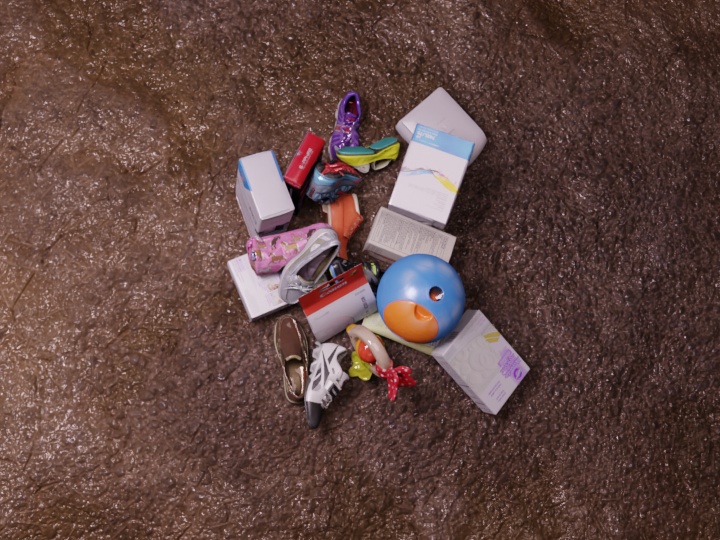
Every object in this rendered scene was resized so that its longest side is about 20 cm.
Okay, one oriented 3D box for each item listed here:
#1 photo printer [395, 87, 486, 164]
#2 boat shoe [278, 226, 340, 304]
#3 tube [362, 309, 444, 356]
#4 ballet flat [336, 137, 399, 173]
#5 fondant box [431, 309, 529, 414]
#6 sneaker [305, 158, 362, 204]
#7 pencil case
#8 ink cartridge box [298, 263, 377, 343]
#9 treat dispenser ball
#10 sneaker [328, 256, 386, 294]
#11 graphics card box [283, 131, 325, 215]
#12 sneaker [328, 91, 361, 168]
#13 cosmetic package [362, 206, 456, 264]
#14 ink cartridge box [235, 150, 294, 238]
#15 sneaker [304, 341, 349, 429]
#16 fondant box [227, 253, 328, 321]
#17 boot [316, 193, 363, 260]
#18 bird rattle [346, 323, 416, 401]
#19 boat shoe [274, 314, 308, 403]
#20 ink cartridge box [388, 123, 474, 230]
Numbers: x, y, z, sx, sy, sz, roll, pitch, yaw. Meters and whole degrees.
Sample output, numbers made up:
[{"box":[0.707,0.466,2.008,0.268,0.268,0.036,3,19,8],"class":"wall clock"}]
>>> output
[{"box":[0.212,-0.344,1.815,0.166,0.069,0.200,-41,86,-16],"class":"photo printer"},{"box":[-0.112,-0.002,1.568,0.074,0.065,0.202,26,111,-36],"class":"boat shoe"},{"box":[0.100,0.146,1.686,0.198,0.058,0.052,23,88,-4],"class":"tube"},{"box":[0.022,-0.275,1.741,0.199,0.067,0.068,-22,125,-40],"class":"ballet flat"},{"box":[0.282,0.212,1.663,0.200,0.058,0.144,48,71,-15],"class":"fondant box"},{"box":[-0.070,-0.205,1.675,0.079,0.200,0.096,41,113,16],"class":"sneaker"},{"box":[-0.155,-0.050,1.610,0.198,0.087,0.083,-13,64,-15],"class":"pencil case"},{"box":[-0.046,0.078,1.586,0.162,0.200,0.057,-29,71,-7],"class":"ink cartridge box"},{"box":[0.136,0.063,1.601,0.198,0.201,0.203,2,76,-10],"class":"treat dispenser ball"},{"box":[0.000,0.000,1.641,0.199,0.082,0.071,19,47,-45],"class":"sneaker"},{"box":[-0.136,-0.220,1.654,0.050,0.200,0.126,26,72,-1],"class":"graphics card box"},{"box":[-0.035,-0.349,1.765,0.080,0.083,0.202,4,78,-9],"class":"sneaker"},{"box":[0.117,-0.061,1.719,0.198,0.087,0.104,23,72,-3],"class":"cosmetic package"},{"box":[-0.222,-0.161,1.623,0.085,0.200,0.148,-19,81,-15],"class":"ink cartridge box"},{"box":[-0.072,0.254,1.583,0.087,0.074,0.202,3,65,12],"class":"sneaker"},{"box":[-0.191,0.013,1.661,0.198,0.058,0.145,-23,81,-14],"class":"fondant box"},{"box":[-0.038,-0.095,1.710,0.106,0.075,0.202,-4,76,-16],"class":"boot"},{"box":[0.028,0.198,1.582,0.112,0.200,0.164,-32,112,-10],"class":"bird rattle"},{"box":[-0.148,0.196,1.613,0.074,0.075,0.205,-11,78,-13],"class":"boat shoe"},{"box":[0.164,-0.216,1.690,0.145,0.147,0.202,20,88,3],"class":"ink cartridge box"}]
